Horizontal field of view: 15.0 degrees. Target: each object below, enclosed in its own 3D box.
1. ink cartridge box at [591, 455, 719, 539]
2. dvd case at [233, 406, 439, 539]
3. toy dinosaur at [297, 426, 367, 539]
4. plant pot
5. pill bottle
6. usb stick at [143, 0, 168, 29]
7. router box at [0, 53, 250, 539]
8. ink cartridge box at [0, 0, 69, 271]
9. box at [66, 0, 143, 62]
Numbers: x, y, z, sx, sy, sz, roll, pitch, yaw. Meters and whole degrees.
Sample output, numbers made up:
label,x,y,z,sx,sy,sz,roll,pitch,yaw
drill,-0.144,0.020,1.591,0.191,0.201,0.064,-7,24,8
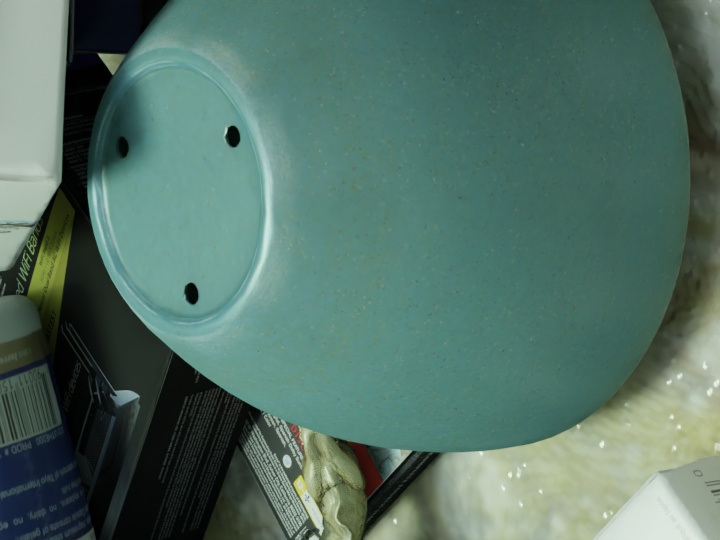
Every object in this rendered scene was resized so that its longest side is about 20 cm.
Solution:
label,x,y,z,sx,sy,sz,roll,pitch,yaw
ink cartridge box,0.094,0.186,0.898,0.200,0.050,0.161,-51,60,31
dvd case,0.000,0.000,1.012,0.146,0.022,0.200,60,136,22
toy dinosaur,-0.016,0.151,0.973,0.088,0.047,0.201,-172,93,-82
plant pot,-0.011,-0.031,0.902,0.199,0.134,0.202,10,103,46
pill bottle,-0.154,0.118,1.042,0.111,0.111,0.201,-9,95,49
usb stick,-0.057,-0.120,0.977,0.200,0.032,0.056,124,166,-71
router box,-0.114,0.037,1.101,0.158,0.052,0.201,53,140,30
ink cartridge box,-0.178,-0.088,0.939,0.200,0.144,0.148,144,129,-75
box,-0.095,-0.152,1.005,0.200,0.032,0.122,-112,25,-72
